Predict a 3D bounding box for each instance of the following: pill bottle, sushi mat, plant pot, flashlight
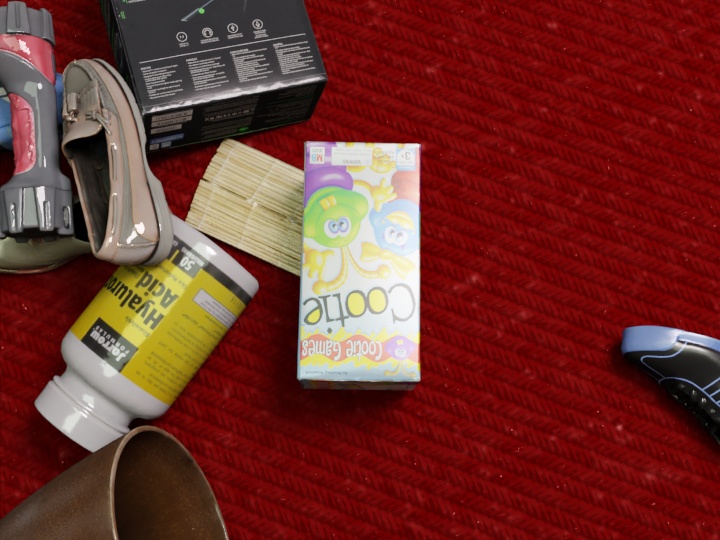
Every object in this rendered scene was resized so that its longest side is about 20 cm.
[{"bbox_3d":[-0.189,0.059,0.845,0.111,0.111,0.201,35,82,7],"label":"pill bottle"},{"bbox_3d":[-0.061,-0.047,0.913,0.199,0.012,0.096,24,80,5],"label":"sushi mat"},{"bbox_3d":[-0.234,0.250,0.789,0.199,0.187,0.188,-22,79,12],"label":"plant pot"},{"bbox_3d":[-0.294,-0.126,0.834,0.067,0.068,0.202,-11,79,33],"label":"flashlight"}]

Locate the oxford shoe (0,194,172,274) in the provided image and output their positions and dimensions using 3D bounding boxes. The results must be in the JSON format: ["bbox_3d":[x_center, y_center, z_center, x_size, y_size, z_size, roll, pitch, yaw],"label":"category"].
[{"bbox_3d":[-0.276,-0.043,0.883,0.198,0.074,0.071,-11,82,-1],"label":"oxford shoe"}]

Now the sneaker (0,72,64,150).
[{"bbox_3d":[-0.313,-0.146,0.908,0.198,0.074,0.083,13,80,11],"label":"sneaker"}]

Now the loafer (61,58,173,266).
[{"bbox_3d":[-0.215,-0.095,0.798,0.072,0.063,0.201,-40,66,38],"label":"loafer"}]

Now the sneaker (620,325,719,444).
[{"bbox_3d":[0.320,0.113,0.850,0.199,0.070,0.078,20,73,3],"label":"sneaker"}]

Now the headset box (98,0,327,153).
[{"bbox_3d":[-0.145,-0.231,0.890,0.173,0.093,0.201,-15,80,-18],"label":"headset box"}]

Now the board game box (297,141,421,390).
[{"bbox_3d":[0.000,0.000,0.844,0.102,0.105,0.202,1,79,-1],"label":"board game box"}]
